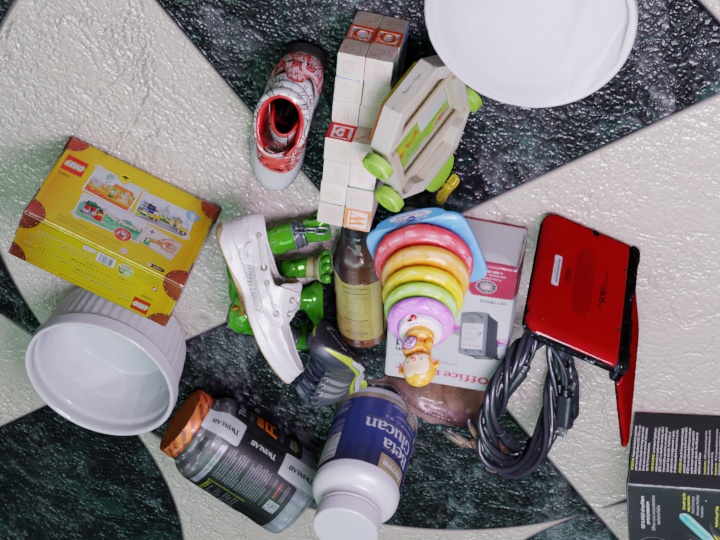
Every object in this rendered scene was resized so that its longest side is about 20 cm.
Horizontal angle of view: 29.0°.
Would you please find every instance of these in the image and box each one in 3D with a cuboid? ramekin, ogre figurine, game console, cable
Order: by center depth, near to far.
[{"bbox_3d":[0.168,-0.264,1.342,0.202,0.094,0.203,8,131,10],"label":"ramekin"},{"bbox_3d":[0.247,0.063,1.529,0.172,0.200,0.119,23,131,-4],"label":"game console"},{"bbox_3d":[0.194,0.146,1.645,0.051,0.163,0.200,28,132,42],"label":"cable"},{"bbox_3d":[-0.100,0.020,1.670,0.120,0.098,0.200,1,148,-8],"label":"ogre figurine"},{"bbox_3d":[-0.319,0.108,1.797,0.200,0.105,0.200,9,131,10],"label":"ramekin"}]

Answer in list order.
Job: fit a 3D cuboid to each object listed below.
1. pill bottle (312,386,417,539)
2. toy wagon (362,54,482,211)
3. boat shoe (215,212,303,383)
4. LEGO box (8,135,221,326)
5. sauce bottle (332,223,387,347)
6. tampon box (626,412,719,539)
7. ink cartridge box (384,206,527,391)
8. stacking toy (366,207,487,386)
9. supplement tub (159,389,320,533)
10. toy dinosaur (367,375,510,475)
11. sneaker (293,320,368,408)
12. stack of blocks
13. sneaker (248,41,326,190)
[{"bbox_3d":[0.002,0.253,1.764,0.111,0.200,0.111,8,132,9],"label":"pill bottle"},{"bbox_3d":[0.067,-0.134,1.448,0.040,0.155,0.200,32,164,23],"label":"toy wagon"},{"bbox_3d":[-0.098,0.031,1.582,0.069,0.071,0.200,-21,102,3],"label":"boat shoe"},{"bbox_3d":[-0.283,-0.047,1.623,0.200,0.149,0.077,26,132,-6],"label":"LEGO box"},{"bbox_3d":[0.000,0.000,1.641,0.066,0.066,0.200,7,129,11],"label":"sauce bottle"},{"bbox_3d":[0.432,0.272,1.706,0.200,0.126,0.150,2,130,15],"label":"tampon box"},{"bbox_3d":[0.108,0.037,1.626,0.147,0.086,0.200,9,130,7],"label":"ink cartridge box"},{"bbox_3d":[0.063,0.040,1.445,0.116,0.200,0.110,-12,132,19],"label":"stacking toy"},{"bbox_3d":[-0.160,0.252,1.863,0.200,0.123,0.122,36,130,-16],"label":"supplement tub"},{"bbox_3d":[0.103,0.164,1.702,0.200,0.136,0.086,16,132,3],"label":"toy dinosaur"},{"bbox_3d":[-0.042,0.124,1.689,0.074,0.081,0.200,49,172,21],"label":"sneaker"},{"bbox_3d":[0.002,-0.156,1.470,0.058,0.115,0.200,12,132,5],"label":"stack of blocks"},{"bbox_3d":[-0.092,-0.142,1.513,0.067,0.108,0.202,20,133,-2],"label":"sneaker"}]
